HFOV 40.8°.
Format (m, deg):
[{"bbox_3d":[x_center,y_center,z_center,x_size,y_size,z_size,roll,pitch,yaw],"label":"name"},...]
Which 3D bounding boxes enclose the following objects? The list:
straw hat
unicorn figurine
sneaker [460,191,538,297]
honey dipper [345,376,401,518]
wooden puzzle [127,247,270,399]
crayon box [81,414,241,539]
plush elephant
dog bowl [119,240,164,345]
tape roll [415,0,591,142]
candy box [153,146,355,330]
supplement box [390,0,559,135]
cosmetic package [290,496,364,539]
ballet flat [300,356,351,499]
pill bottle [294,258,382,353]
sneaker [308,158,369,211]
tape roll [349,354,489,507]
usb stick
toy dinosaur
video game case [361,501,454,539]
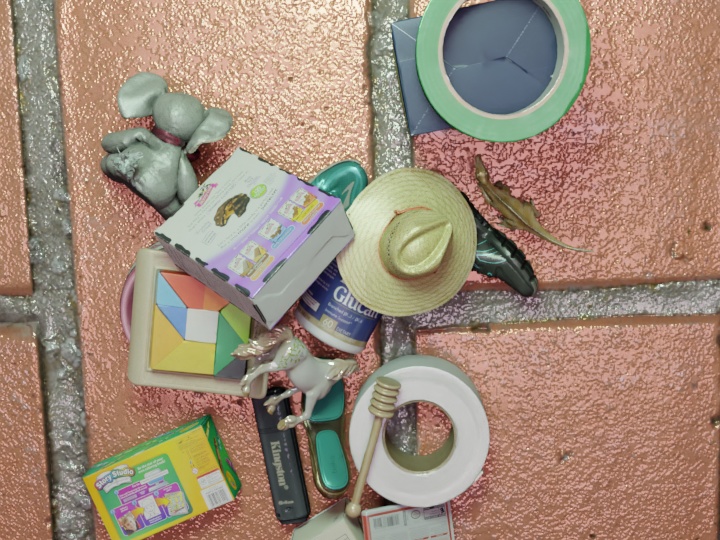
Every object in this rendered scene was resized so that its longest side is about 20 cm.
[{"bbox_3d":[0.073,-0.033,1.224,0.197,0.085,0.206,0,92,-15],"label":"straw hat"},{"bbox_3d":[-0.078,0.139,1.287,0.137,0.200,0.074,-40,54,-1],"label":"unicorn figurine"},{"bbox_3d":[0.160,-0.030,1.332,0.200,0.075,0.079,45,108,5],"label":"sneaker"},{"bbox_3d":[0.014,0.245,1.322,0.037,0.038,0.204,14,102,1],"label":"honey dipper"},{"bbox_3d":[-0.214,0.074,1.301,0.196,0.037,0.189,7,99,2],"label":"wooden puzzle"},{"bbox_3d":[-0.287,0.306,1.401,0.197,0.058,0.121,-23,96,6],"label":"crayon box"},{"bbox_3d":[-0.257,-0.169,1.287,0.164,0.200,0.156,36,80,4],"label":"plush elephant"},{"bbox_3d":[-0.247,0.054,1.355,0.196,0.074,0.205,0,98,3],"label":"dog bowl"},{"bbox_3d":[0.160,-0.249,1.101,0.196,0.048,0.205,0,98,3],"label":"tape roll"},{"bbox_3d":[-0.135,-0.047,1.225,0.198,0.072,0.168,30,68,35],"label":"candy box"},{"bbox_3d":[0.144,-0.257,1.226,0.196,0.200,0.137,-10,98,4],"label":"supplement box"},{"bbox_3d":[-0.010,0.447,1.394,0.102,0.087,0.202,-30,97,7],"label":"cosmetic package"},{"bbox_3d":[-0.051,0.226,1.360,0.066,0.073,0.203,-2,61,-17],"label":"ballet flat"},{"bbox_3d":[0.000,0.000,1.315,0.110,0.111,0.203,28,99,-2],"label":"pill bottle"},{"bbox_3d":[-0.072,-0.077,1.324,0.198,0.080,0.078,-36,95,6],"label":"sneaker"},{"bbox_3d":[0.083,0.226,1.366,0.198,0.071,0.207,0,98,2],"label":"tape roll"},{"bbox_3d":[-0.114,0.267,1.400,0.054,0.033,0.204,-10,98,3],"label":"usb stick"},{"bbox_3d":[0.215,-0.073,1.299,0.199,0.101,0.058,39,98,-3],"label":"toy dinosaur"},{"bbox_3d":[0.076,0.431,1.363,0.140,0.017,0.204,-3,82,-28],"label":"video game case"}]
